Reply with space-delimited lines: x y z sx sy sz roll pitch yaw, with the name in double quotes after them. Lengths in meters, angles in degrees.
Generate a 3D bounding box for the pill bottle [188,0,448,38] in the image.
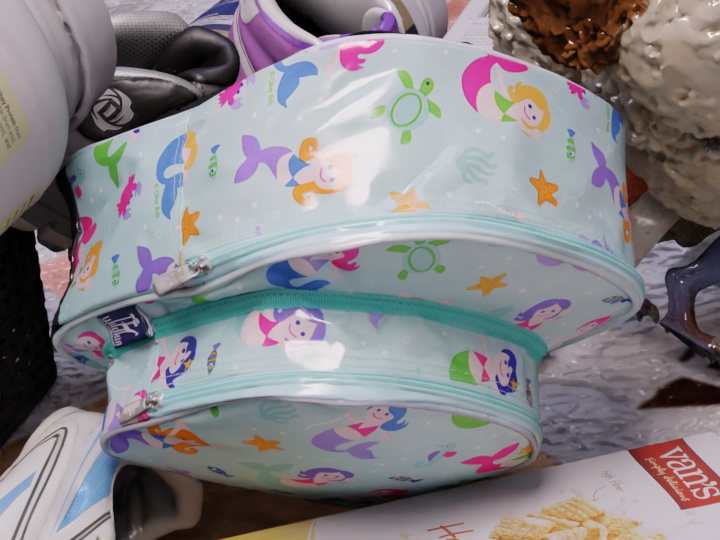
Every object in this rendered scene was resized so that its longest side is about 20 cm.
-0.030 -0.098 1.142 0.111 0.112 0.200 7 30 24 "pill bottle"

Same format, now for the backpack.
0.000 0.000 0.817 0.177 0.151 0.200 17 -32 -39 "backpack"

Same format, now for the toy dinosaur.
0.181 -0.048 0.961 0.182 0.200 0.105 -56 35 -3 "toy dinosaur"

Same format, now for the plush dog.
0.143 -0.081 0.840 0.199 0.161 0.172 -11 -18 10 "plush dog"

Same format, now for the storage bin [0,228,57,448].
-0.224 0.040 0.928 0.135 0.094 0.200 4 29 18 "storage bin"

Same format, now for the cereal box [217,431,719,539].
0.060 0.121 0.774 0.199 0.040 0.144 -12 27 -13 "cereal box"

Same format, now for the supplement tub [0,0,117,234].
-0.195 -0.047 0.796 0.145 0.145 0.200 16 51 36 "supplement tub"

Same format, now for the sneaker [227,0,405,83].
0.011 -0.047 0.957 0.073 0.114 0.201 -36 75 -24 "sneaker"

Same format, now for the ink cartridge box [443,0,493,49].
0.132 -0.111 1.171 0.145 0.085 0.200 4 30 18 "ink cartridge box"

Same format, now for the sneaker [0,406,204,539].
-0.121 0.115 0.790 0.072 0.072 0.200 15 36 20 "sneaker"

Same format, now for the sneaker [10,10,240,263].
-0.070 -0.042 0.945 0.200 0.115 0.075 28 34 -33 "sneaker"
